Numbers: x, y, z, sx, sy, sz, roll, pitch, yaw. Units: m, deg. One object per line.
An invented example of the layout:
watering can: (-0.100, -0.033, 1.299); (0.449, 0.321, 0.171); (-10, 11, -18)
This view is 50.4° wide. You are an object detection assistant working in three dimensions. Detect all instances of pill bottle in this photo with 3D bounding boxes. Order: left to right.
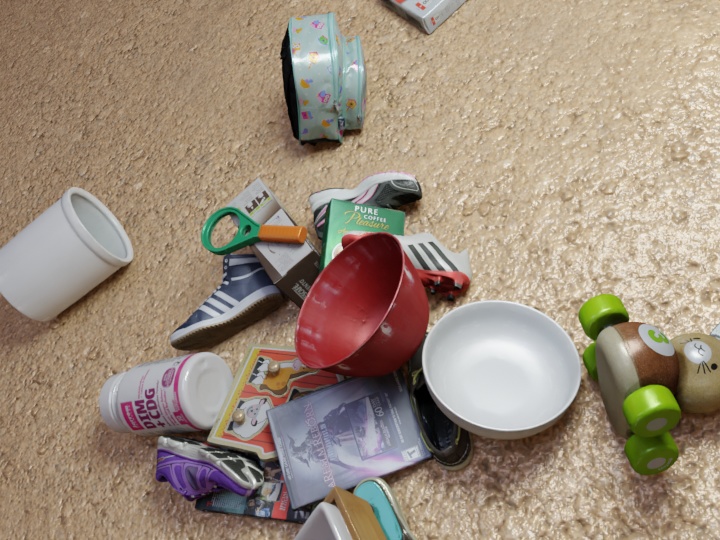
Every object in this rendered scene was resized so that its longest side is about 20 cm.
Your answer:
pill bottle: (-0.300, 0.194, 1.176); (0.198, 0.113, 0.115); (-13, 56, 32)

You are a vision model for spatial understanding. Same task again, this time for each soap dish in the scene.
soap dish: (-0.028, 0.379, 0.901); (0.201, 0.081, 0.158); (-60, 44, 29)

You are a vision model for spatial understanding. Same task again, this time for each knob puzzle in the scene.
knob puzzle: (-0.106, 0.182, 1.109); (0.217, 0.031, 0.221); (-9, 46, 9)

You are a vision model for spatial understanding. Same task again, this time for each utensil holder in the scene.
utensil holder: (-0.552, -0.026, 1.418); (0.199, 0.170, 0.171); (-37, 51, 7)

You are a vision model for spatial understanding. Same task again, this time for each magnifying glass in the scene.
magnifying glass: (-0.167, -0.059, 1.181); (0.198, 0.022, 0.080); (4, 67, 34)

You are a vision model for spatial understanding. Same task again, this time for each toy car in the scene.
toy car: (0.372, 0.107, 0.866); (0.198, 0.159, 0.165); (-17, 44, 4)

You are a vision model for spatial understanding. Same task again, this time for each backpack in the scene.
backpack: (-0.064, -0.337, 1.320); (0.151, 0.201, 0.177); (-7, 55, 5)

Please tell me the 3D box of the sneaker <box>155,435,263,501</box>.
sneaker: (-0.218, 0.294, 1.093); (0.198, 0.080, 0.084); (4, 80, 39)

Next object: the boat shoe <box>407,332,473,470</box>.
boat shoe: (0.101, 0.161, 1.021); (0.071, 0.061, 0.203); (-23, 54, 12)

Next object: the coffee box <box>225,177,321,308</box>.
coffee box: (-0.124, -0.040, 1.229); (0.080, 0.114, 0.200); (-39, 51, 2)

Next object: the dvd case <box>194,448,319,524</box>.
dvd case: (-0.139, 0.282, 1.103); (0.198, 0.022, 0.147); (-3, 61, 26)

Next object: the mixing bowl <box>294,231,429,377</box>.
mixing bowl: (0.018, 0.064, 1.005); (0.199, 0.108, 0.201); (-36, 33, 28)

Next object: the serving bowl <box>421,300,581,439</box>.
serving bowl: (0.176, 0.133, 0.975); (0.197, 0.066, 0.202); (-1, 47, 1)

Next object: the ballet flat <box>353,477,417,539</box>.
ballet flat: (0.048, 0.350, 0.937); (0.069, 0.069, 0.201); (-28, 58, 10)

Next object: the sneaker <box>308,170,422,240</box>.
sneaker: (0.012, -0.092, 1.224); (0.198, 0.080, 0.087); (-14, 69, 29)

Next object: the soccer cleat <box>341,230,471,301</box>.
soccer cleat: (0.068, -0.023, 1.101); (0.198, 0.069, 0.086); (18, 53, -6)

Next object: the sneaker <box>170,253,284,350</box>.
sneaker: (-0.229, 0.047, 1.253); (0.198, 0.070, 0.109); (-27, 63, 3)

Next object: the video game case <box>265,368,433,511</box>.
video game case: (-0.018, 0.222, 1.038); (0.198, 0.019, 0.144); (-20, 62, -1)

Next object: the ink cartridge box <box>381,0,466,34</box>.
ink cartridge box: (0.148, -0.552, 1.431); (0.200, 0.050, 0.162); (-45, 51, 2)

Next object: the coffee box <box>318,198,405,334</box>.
coffee box: (0.000, 0.000, 1.131); (0.121, 0.044, 0.202); (8, 69, -12)
